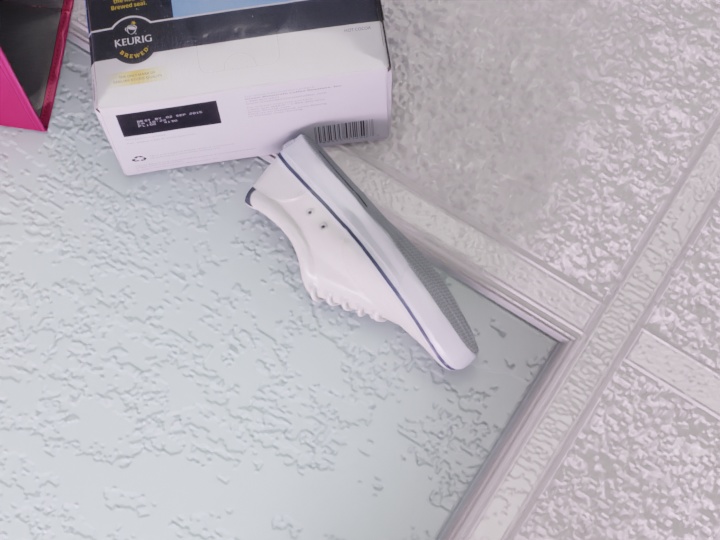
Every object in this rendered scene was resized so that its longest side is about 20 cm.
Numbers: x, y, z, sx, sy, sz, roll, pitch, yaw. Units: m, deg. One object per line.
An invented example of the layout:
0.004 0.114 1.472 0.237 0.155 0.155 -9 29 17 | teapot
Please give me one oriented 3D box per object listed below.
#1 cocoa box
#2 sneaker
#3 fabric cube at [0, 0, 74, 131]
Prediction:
-0.084 -0.161 1.345 0.198 0.133 0.132 -8 73 -1 | cocoa box
0.000 0.000 1.339 0.071 0.073 0.200 -44 74 11 | sneaker
-0.310 -0.230 1.339 0.198 0.196 0.202 8 75 5 | fabric cube
